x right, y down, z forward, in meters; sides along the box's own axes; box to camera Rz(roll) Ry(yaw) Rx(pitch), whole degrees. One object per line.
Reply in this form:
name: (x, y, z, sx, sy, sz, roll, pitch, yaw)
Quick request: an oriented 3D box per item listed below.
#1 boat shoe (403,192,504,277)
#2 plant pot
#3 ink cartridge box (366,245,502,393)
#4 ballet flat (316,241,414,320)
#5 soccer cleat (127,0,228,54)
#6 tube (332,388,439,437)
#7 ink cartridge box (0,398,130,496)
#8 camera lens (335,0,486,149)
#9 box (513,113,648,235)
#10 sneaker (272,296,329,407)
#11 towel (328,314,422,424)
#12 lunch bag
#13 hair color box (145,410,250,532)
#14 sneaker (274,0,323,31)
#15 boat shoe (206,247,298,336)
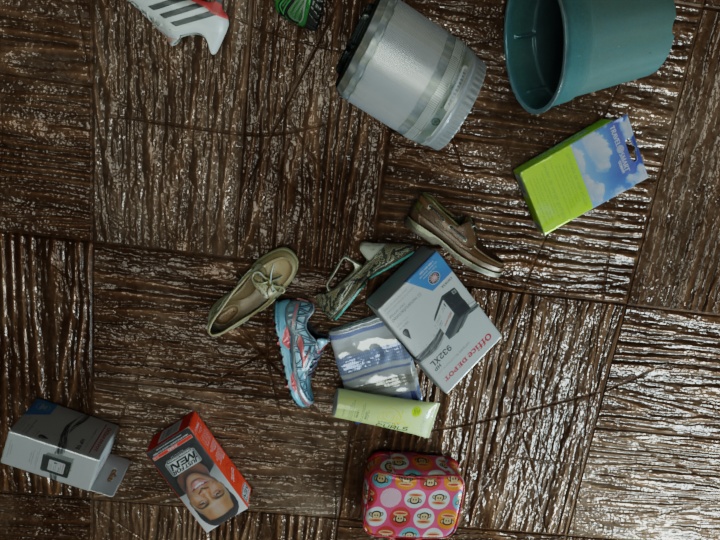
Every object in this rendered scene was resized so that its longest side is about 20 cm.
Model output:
boat shoe: (0.171, -0.059, 1.054, 0.196, 0.072, 0.069, 29, 105, -12)
plant pot: (0.342, -0.354, 0.923, 0.190, 0.201, 0.207, -11, 108, -8)
ink cartridge box: (0.129, 0.085, 1.076, 0.145, 0.084, 0.201, -42, 105, -5)
ballet flat: (0.000, 0.000, 1.070, 0.199, 0.068, 0.076, -40, 90, 11)
soccer cleat: (-0.297, -0.390, 0.929, 0.194, 0.069, 0.088, 14, 102, -13)
tube: (0.046, 0.259, 1.136, 0.194, 0.058, 0.053, 13, 62, -11)
ink cartridge box: (-0.511, 0.314, 1.101, 0.195, 0.116, 0.068, 22, 104, -10)
camera lens: (0.070, -0.297, 0.930, 0.196, 0.161, 0.163, 28, 104, -11)
box: (0.372, -0.164, 1.048, 0.196, 0.048, 0.124, -28, 107, 5)
sneaker: (-0.097, 0.148, 1.097, 0.092, 0.080, 0.207, -11, 107, -2)
towel: (0.031, 0.181, 1.144, 0.142, 0.024, 0.206, -15, 107, 2)
lunch bag: (0.098, 0.449, 1.198, 0.193, 0.082, 0.182, 6, 107, -6)
hair color box: (-0.301, 0.379, 1.162, 0.100, 0.061, 0.203, -30, 107, 5)
sneaker: (-0.080, -0.471, 0.912, 0.082, 0.078, 0.206, 13, 106, -7)
boat shoe: (-0.185, 0.043, 1.067, 0.199, 0.063, 0.073, -43, 104, 9)
